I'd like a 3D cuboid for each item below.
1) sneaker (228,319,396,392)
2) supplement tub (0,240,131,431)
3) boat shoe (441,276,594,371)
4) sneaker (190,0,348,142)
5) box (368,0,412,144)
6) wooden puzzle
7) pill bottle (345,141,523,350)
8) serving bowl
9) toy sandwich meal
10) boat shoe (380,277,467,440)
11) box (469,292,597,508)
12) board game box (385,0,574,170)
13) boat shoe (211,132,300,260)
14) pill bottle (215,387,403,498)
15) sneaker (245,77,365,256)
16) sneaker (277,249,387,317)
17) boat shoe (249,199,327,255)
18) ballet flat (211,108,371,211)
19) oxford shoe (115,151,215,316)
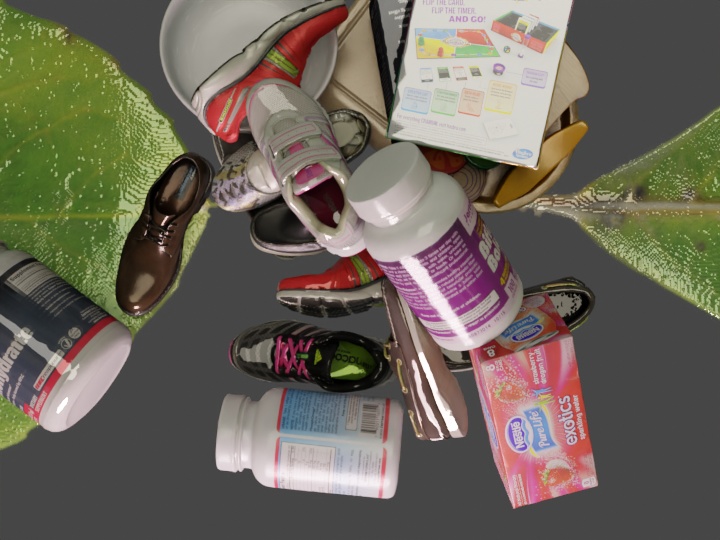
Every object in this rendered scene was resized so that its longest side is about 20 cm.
[{"bbox_3d":[-0.052,0.096,1.100,0.197,0.087,0.075,7,87,2],"label":"sneaker"},{"bbox_3d":[-0.367,0.068,1.082,0.199,0.140,0.141,35,88,3],"label":"supplement tub"},{"bbox_3d":[0.165,0.060,1.102,0.199,0.061,0.072,-22,89,0],"label":"boat shoe"},{"bbox_3d":[-0.086,-0.213,1.050,0.199,0.077,0.085,-39,103,-3],"label":"sneaker"},{"bbox_3d":[0.098,-0.211,1.071,0.146,0.107,0.203,-10,93,-2],"label":"box"},{"bbox_3d":[0.053,-0.240,1.148,0.184,0.037,0.201,37,93,3],"label":"wooden puzzle"},{"bbox_3d":[0.071,-0.025,0.967,0.112,0.112,0.201,-39,121,-1],"label":"pill bottle"},{"bbox_3d":[-0.124,-0.246,1.112,0.197,0.066,0.203,0,80,-2],"label":"serving bowl"},{"bbox_3d":[0.139,-0.156,0.987,0.202,0.070,0.208,0,94,-2],"label":"toy sandwich meal"},{"bbox_3d":[0.058,0.096,1.063,0.059,0.072,0.202,-15,110,22],"label":"boat shoe"},{"bbox_3d":[0.181,0.140,1.046,0.098,0.096,0.202,-15,118,1],"label":"box"},{"bbox_3d":[0.117,-0.210,0.934,0.151,0.040,0.203,13,98,8],"label":"board game box"},{"bbox_3d":[-0.116,-0.109,1.127,0.071,0.061,0.203,-28,86,0],"label":"boat shoe"},{"bbox_3d":[-0.054,0.188,1.084,0.197,0.109,0.110,6,87,2],"label":"pill bottle"},{"bbox_3d":[-0.050,-0.108,0.984,0.081,0.088,0.201,-34,88,5],"label":"sneaker"},{"bbox_3d":[0.000,0.000,1.113,0.197,0.077,0.086,-9,75,-9],"label":"sneaker"},{"bbox_3d":[-0.025,-0.062,1.062,0.197,0.068,0.073,-7,74,3],"label":"boat shoe"},{"bbox_3d":[-0.071,-0.127,1.076,0.199,0.072,0.073,-28,86,-21],"label":"ballet flat"},{"bbox_3d":[-0.232,-0.044,1.116,0.072,0.084,0.202,21,89,1],"label":"oxford shoe"}]
